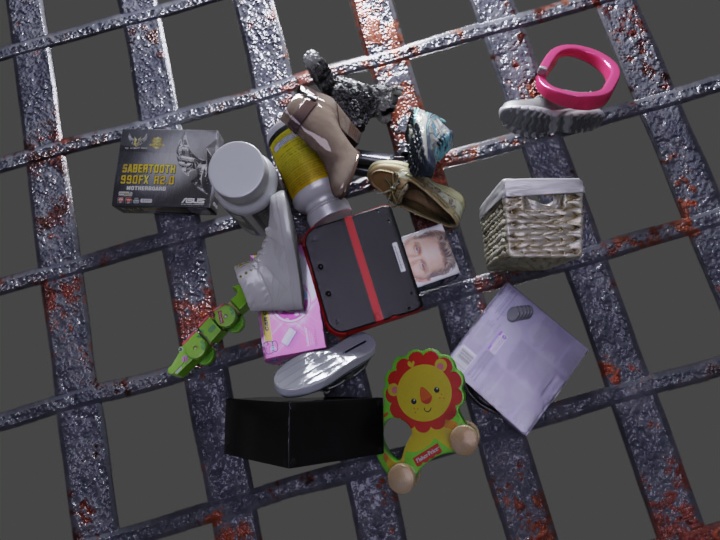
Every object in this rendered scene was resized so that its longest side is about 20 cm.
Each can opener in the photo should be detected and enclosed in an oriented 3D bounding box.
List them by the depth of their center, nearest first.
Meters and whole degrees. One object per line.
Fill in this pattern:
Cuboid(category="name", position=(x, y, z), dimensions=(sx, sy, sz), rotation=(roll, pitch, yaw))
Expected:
Cuboid(category="can opener", position=(0.049, -0.212, 1.011), dimensions=(0.195, 0.054, 0.068), rotation=(10, 47, 5))

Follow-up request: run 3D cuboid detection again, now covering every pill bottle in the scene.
Cuboid(category="pill bottle", position=(-0.193, -0.141, 0.922), dimensions=(0.111, 0.200, 0.116), rotation=(0, 78, 2))
Cuboid(category="pill bottle", position=(-0.092, -0.180, 0.970), dimensions=(0.111, 0.113, 0.203), rotation=(-24, 78, -2))

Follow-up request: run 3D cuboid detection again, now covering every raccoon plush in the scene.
Cuboid(category="raccoon plush", position=(-0.001, -0.352, 0.975), dimensions=(0.134, 0.201, 0.097), rotation=(-42, 48, -7))

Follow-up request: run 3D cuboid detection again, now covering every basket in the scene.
Cuboid(category="basket", position=(0.286, -0.070, 0.888), dimensions=(0.132, 0.200, 0.126), rotation=(0, 83, 3))

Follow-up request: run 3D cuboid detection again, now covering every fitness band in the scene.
Cuboid(category="fitness band", position=(0.414, -0.370, 0.985), dimensions=(0.142, 0.038, 0.201), rotation=(26, 52, 17))

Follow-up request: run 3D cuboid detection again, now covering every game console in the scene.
Cuboid(category="game console", position=(0.000, 0.000, 0.912), dimensions=(0.173, 0.031, 0.204), rotation=(-17, 80, -7))

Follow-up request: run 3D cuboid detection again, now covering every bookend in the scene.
Cuboid(category="bookend", position=(-0.097, 0.262, 0.877), dimensions=(0.198, 0.196, 0.094), rotation=(-12, 74, 45))

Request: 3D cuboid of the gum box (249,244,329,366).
Cuboid(category="gum box", position=(-0.127, 0.065, 0.944), dimensions=(0.111, 0.066, 0.204), rotation=(-11, 78, 0))

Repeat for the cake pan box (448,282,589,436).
Cuboid(category="cake pan box", position=(0.269, 0.157, 0.916), dimensions=(0.183, 0.052, 0.201), rotation=(38, 82, 12))

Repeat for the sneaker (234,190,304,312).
Cuboid(category="sneaker", position=(-0.161, -0.027, 0.872), dimensions=(0.113, 0.074, 0.205), rotation=(-6, 98, 1))

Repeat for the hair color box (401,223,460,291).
Cuboid(category="hair color box", position=(0.072, -0.003, 0.952), dimensions=(0.196, 0.061, 0.102), rotation=(-19, 78, -2))

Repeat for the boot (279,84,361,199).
Cuboid(category="boot", position=(-0.072, -0.227, 0.888), dimensions=(0.145, 0.070, 0.203), rotation=(30, 43, -22))

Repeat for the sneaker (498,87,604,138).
Cuboid(category="sneaker", position=(0.364, -0.311, 1.007), dimensions=(0.195, 0.075, 0.084), rotation=(1, 62, -2))

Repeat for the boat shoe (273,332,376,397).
Cuboid(category="boat shoe", position=(-0.054, 0.175, 0.880), dimensions=(0.197, 0.072, 0.072), rotation=(-18, 43, -30))

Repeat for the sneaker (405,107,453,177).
Cuboid(category="sneaker", position=(0.134, -0.239, 0.954), dimensions=(0.084, 0.079, 0.202), rotation=(8, 43, -5))

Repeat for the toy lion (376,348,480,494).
Cuboid(category="toy lion", position=(0.099, 0.243, 0.883), dimensions=(0.198, 0.069, 0.194), rotation=(-35, 72, 10))

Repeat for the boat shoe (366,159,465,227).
Cuboid(category="boat shoe", position=(0.100, -0.143, 0.962), dimensions=(0.197, 0.074, 0.063), rotation=(22, 45, 4))

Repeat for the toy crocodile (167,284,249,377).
Cuboid(category="toy crocodile", position=(-0.272, 0.112, 0.942), dimensions=(0.062, 0.068, 0.200), rotation=(40, 81, 15))

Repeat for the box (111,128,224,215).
Cuboid(category="box", position=(-0.375, -0.193, 1.019), dimensions=(0.195, 0.048, 0.162), rotation=(2, 79, 3))
